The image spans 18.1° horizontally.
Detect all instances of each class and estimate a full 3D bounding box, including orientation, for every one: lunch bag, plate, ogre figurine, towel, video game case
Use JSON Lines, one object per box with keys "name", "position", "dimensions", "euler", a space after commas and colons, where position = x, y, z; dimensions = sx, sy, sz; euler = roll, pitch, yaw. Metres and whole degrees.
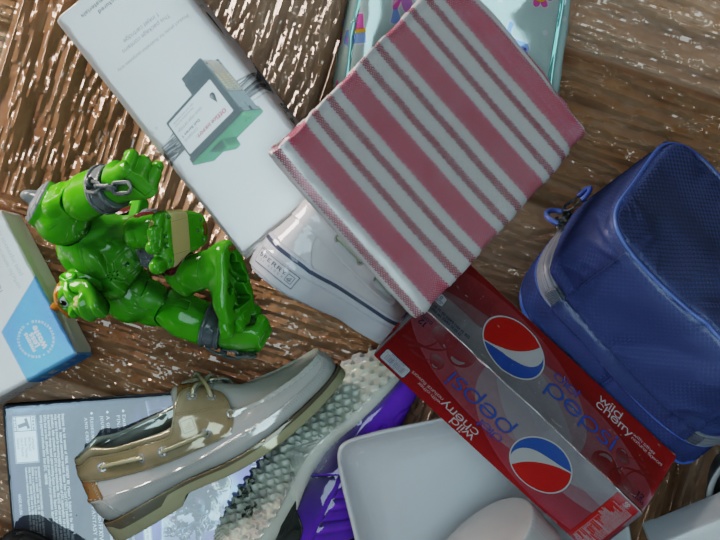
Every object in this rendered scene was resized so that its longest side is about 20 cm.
{"name": "lunch bag", "position": [0.203, 0.022, 1.525], "dimensions": [0.200, 0.136, 0.132], "euler": [45, 134, 0]}
{"name": "plate", "position": [0.090, 0.186, 1.571], "dimensions": [0.199, 0.032, 0.201], "euler": [-14, 104, -14]}
{"name": "ogre figurine", "position": [-0.149, -0.009, 1.531], "dimensions": [0.120, 0.200, 0.099], "euler": [2, 75, 31]}
{"name": "towel", "position": [0.045, -0.083, 1.466], "dimensions": [0.146, 0.030, 0.200], "euler": [48, 62, -10]}
{"name": "lunch bag", "position": [0.067, -0.156, 1.557], "dimensions": [0.160, 0.077, 0.201], "euler": [9, 95, -5]}
{"name": "video game case", "position": [-0.150, 0.159, 1.607], "dimensions": [0.199, 0.019, 0.144], "euler": [-4, 93, 0]}

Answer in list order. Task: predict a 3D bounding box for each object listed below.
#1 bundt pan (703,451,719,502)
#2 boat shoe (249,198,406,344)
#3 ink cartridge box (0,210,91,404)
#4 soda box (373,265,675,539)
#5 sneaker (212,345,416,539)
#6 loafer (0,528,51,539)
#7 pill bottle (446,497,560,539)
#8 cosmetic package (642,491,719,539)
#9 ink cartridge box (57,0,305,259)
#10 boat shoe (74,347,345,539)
{"name": "bundt pan", "position": [0.324, 0.172, 1.563], "dimensions": [0.201, 0.076, 0.203], "euler": [-1, 103, -3]}
{"name": "boat shoe", "position": [0.000, 0.000, 1.509], "dimensions": [0.074, 0.200, 0.067], "euler": [40, 97, 22]}
{"name": "ink cartridge box", "position": [-0.304, 0.056, 1.576], "dimensions": [0.200, 0.067, 0.116], "euler": [-29, 88, 2]}
{"name": "soda box", "position": [0.110, 0.090, 1.497], "dimensions": [0.200, 0.070, 0.063], "euler": [43, 131, -1]}
{"name": "sneaker", "position": [-0.010, 0.147, 1.584], "dimensions": [0.200, 0.070, 0.100], "euler": [-50, 118, -10]}
{"name": "loafer", "position": [-0.174, 0.250, 1.573], "dimensions": [0.200, 0.070, 0.068], "euler": [29, 111, -13]}
{"name": "pill bottle", "position": [0.139, 0.254, 1.525], "dimensions": [0.109, 0.110, 0.200], "euler": [-40, 109, 3]}
{"name": "cosmetic package", "position": [0.295, 0.236, 1.513], "dimensions": [0.150, 0.052, 0.201], "euler": [-22, 103, 5]}
{"name": "ink cartridge box", "position": [-0.105, -0.113, 1.528], "dimensions": [0.084, 0.146, 0.200], "euler": [-39, 93, 3]}
{"name": "boat shoe", "position": [-0.106, 0.107, 1.558], "dimensions": [0.200, 0.075, 0.069], "euler": [-34, 98, 3]}
